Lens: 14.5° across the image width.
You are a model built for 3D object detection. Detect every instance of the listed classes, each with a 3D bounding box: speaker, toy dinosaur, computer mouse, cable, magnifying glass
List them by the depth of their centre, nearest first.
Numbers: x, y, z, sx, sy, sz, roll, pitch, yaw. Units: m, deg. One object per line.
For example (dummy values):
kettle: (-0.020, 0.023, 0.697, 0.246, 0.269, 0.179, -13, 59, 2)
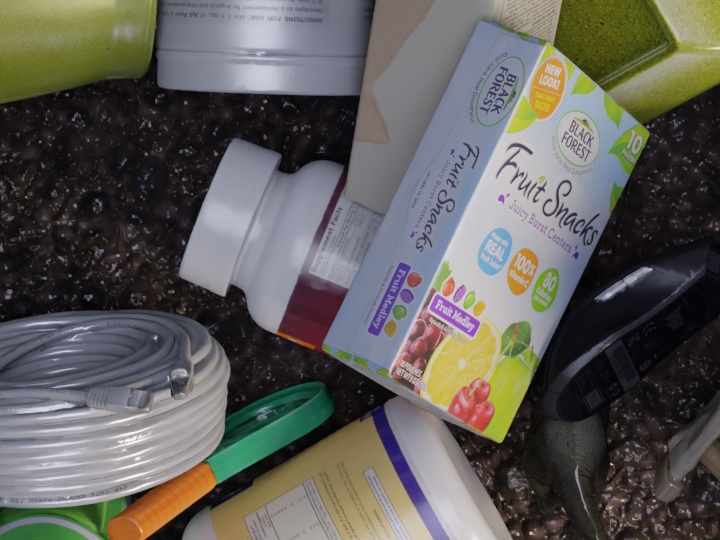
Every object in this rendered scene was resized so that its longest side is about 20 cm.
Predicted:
computer mouse: (0.185, 0.020, 1.647, 0.200, 0.140, 0.046, -40, 62, 2)
speaker: (-0.180, 0.157, 1.655, 0.088, 0.200, 0.089, 0, 105, -2)
cable: (-0.174, 0.076, 1.656, 0.200, 0.200, 0.069, -4, 105, 13)
magnifying glass: (-0.084, 0.112, 1.662, 0.080, 0.200, 0.022, -17, 103, 36)
toy dinosaur: (0.124, 0.103, 1.680, 0.077, 0.200, 0.102, 9, 134, 11)

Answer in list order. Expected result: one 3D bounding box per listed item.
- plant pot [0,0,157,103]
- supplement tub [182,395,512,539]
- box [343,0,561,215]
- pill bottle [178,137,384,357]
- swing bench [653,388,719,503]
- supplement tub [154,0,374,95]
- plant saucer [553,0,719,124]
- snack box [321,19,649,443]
plant pot: (-0.217, -0.178, 1.649, 0.193, 0.200, 0.201, 1, 95, -10)
supplement tub: (-0.016, 0.180, 1.684, 0.200, 0.145, 0.146, -30, 94, 4)
box: (0.058, -0.128, 1.608, 0.078, 0.095, 0.200, 24, 121, 23)
pill bottle: (0.000, 0.000, 1.685, 0.200, 0.110, 0.110, 22, 96, 0)
swing bench: (0.311, 0.089, 1.640, 0.200, 0.130, 0.199, 36, 124, 1)
supplement tub: (-0.055, -0.205, 1.657, 0.132, 0.132, 0.200, 3, 95, 2)
plant saucer: (0.110, -0.166, 1.646, 0.200, 0.048, 0.200, -28, 95, 38)
snack box: (0.072, -0.019, 1.563, 0.053, 0.142, 0.200, 22, 84, 33)
